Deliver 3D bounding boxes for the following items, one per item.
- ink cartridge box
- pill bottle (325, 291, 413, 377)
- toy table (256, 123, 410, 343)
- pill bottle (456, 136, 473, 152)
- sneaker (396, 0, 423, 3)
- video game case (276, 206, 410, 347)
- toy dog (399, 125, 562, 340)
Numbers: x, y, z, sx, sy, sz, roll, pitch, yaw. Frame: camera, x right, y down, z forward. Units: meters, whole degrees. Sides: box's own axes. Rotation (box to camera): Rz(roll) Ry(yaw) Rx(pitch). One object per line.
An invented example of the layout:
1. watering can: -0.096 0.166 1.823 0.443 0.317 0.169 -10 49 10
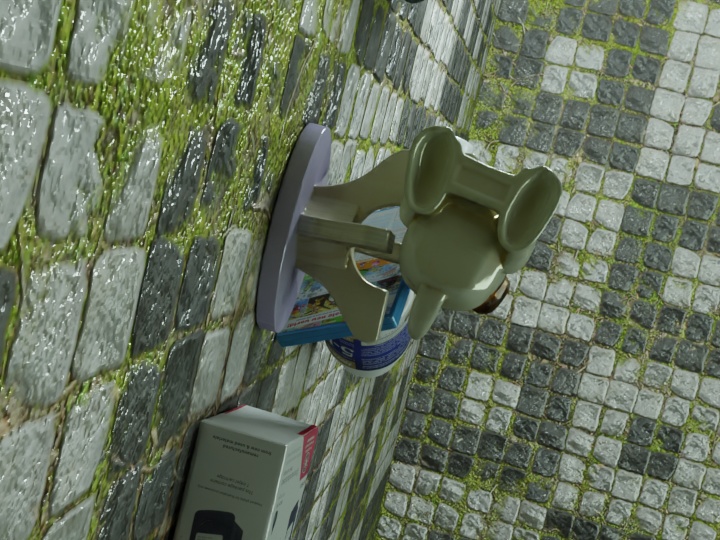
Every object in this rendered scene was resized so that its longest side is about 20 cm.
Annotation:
1. ink cartridge box: -0.110 0.235 0.938 0.145 0.083 0.204 12 92 -81
2. pill bottle: 0.008 0.061 1.329 0.201 0.118 0.121 85 21 -64
3. toy table: -0.019 -0.031 1.011 0.184 0.115 0.204 -36 138 -78
4. pill bottle: 0.139 -0.140 1.915 0.110 0.108 0.203 65 40 -77
5. sneaker: 0.081 -0.363 1.231 0.200 0.083 0.076 50 56 -80
6. video game case: 0.000 0.000 1.139 0.018 0.141 0.201 61 33 -30
7. toy dog: 0.102 -0.018 0.994 0.200 0.137 0.197 67 37 -80
